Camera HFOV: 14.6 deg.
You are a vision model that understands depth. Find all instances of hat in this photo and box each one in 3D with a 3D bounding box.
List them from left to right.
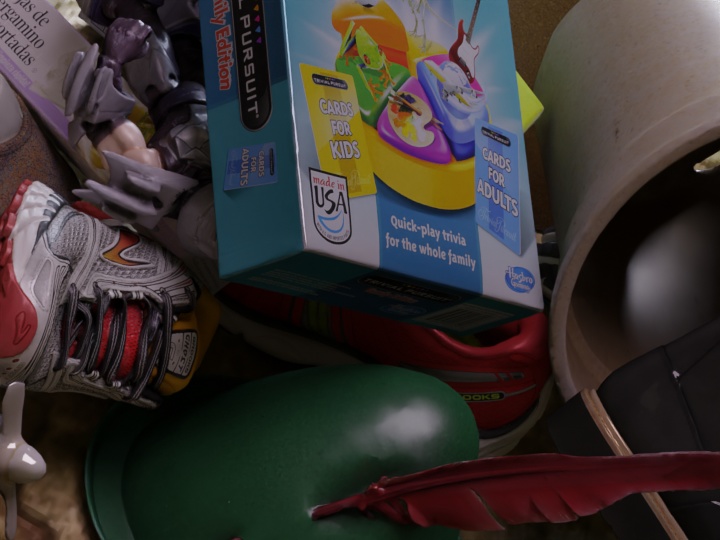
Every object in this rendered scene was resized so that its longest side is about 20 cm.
[{"bbox_3d":[0.015,0.052,1.101,0.199,0.176,0.166,18,39,-18],"label":"hat"}]

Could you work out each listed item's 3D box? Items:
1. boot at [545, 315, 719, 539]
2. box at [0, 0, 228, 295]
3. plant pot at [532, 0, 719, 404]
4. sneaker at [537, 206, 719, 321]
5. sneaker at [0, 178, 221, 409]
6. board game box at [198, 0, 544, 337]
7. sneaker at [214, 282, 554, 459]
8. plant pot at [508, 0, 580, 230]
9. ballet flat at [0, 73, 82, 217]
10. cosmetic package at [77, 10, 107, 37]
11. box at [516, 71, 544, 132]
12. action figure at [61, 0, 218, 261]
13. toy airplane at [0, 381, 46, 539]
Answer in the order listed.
[{"bbox_3d":[0.189,0.100,1.144,0.200,0.138,0.077,50,9,-15],"label":"boot"},{"bbox_3d":[-0.116,-0.067,1.228,0.039,0.041,0.200,-39,58,-9],"label":"box"},{"bbox_3d":[0.159,-0.038,1.225,0.200,0.201,0.184,15,31,-22],"label":"plant pot"},{"bbox_3d":[0.173,0.030,1.331,0.199,0.080,0.078,18,50,12],"label":"sneaker"},{"bbox_3d":[-0.101,0.013,1.089,0.082,0.078,0.200,25,8,8],"label":"sneaker"},{"bbox_3d":[0.002,-0.085,1.122,0.151,0.047,0.201,14,65,-49],"label":"board game box"},{"bbox_3d":[0.000,0.000,1.224,0.200,0.085,0.077,30,36,10],"label":"sneaker"},{"bbox_3d":[0.117,-0.152,1.395,0.186,0.200,0.187,19,38,-15],"label":"plant pot"},{"bbox_3d":[-0.203,-0.079,1.191,0.199,0.067,0.068,20,38,-16],"label":"ballet flat"},{"bbox_3d":[-0.050,-0.150,1.395,0.083,0.051,0.200,42,38,5],"label":"cosmetic package"},{"bbox_3d":[-0.024,-0.119,1.248,0.200,0.122,0.048,52,53,-10],"label":"box"},{"bbox_3d":[-0.071,-0.072,1.146,0.130,0.069,0.200,28,27,-38],"label":"action figure"},{"bbox_3d":[-0.196,0.070,0.960,0.199,0.141,0.200,28,19,-22],"label":"toy airplane"}]
